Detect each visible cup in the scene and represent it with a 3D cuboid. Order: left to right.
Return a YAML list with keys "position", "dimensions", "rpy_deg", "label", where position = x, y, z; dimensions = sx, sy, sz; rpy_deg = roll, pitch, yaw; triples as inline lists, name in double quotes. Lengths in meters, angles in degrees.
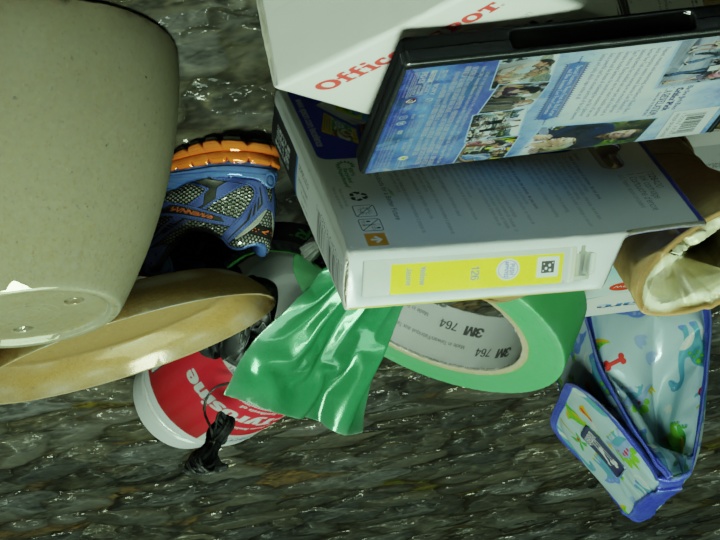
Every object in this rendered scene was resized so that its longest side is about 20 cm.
- position: [-0.190, -0.040, 1.124]
  dimensions: [0.200, 0.143, 0.200]
  rpy_deg: [-8, 163, -3]
  label: "cup"

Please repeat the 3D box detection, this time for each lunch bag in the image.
- position: [0.219, 0.091, 1.659]
  dimensions: [0.127, 0.200, 0.170]
  rpy_deg: [-9, 163, -4]
  label: "lunch bag"

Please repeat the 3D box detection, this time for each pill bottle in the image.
- position: [-0.095, 0.068, 1.564]
  dimensions: [0.112, 0.112, 0.200]
  rpy_deg: [1, 160, -31]
  label: "pill bottle"

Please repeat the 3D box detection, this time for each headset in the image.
- position: [-0.063, 0.057, 1.395]
  dimensions: [0.123, 0.094, 0.200]
  rpy_deg: [33, 132, -1]
  label: "headset"

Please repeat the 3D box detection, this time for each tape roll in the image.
- position: [0.053, 0.013, 1.414]
  dimensions: [0.200, 0.048, 0.200]
  rpy_deg: [20, 155, 10]
  label: "tape roll"

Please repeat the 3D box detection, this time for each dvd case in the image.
- position: [0.105, -0.092, 1.043]
  dimensions: [0.200, 0.018, 0.143]
  rpy_deg: [-7, 162, -11]
  label: "dvd case"

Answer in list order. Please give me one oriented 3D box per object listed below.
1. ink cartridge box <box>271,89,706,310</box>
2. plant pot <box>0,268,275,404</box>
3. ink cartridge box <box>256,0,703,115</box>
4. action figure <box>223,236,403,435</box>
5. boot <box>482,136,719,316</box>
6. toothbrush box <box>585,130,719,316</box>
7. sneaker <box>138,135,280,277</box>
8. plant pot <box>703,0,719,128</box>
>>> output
- position: [0.066, -0.049, 1.174]
  dimensions: [0.200, 0.198, 0.047]
  rpy_deg: [-2, 120, -14]
  label: "ink cartridge box"
- position: [-0.151, 0.038, 1.292]
  dimensions: [0.200, 0.028, 0.200]
  rpy_deg: [-18, 169, -3]
  label: "plant pot"
- position: [0.064, -0.135, 1.057]
  dimensions: [0.146, 0.084, 0.200]
  rpy_deg: [-23, 160, 36]
  label: "ink cartridge box"
- position: [0.000, 0.000, 1.291]
  dimensions: [0.118, 0.055, 0.200]
  rpy_deg: [18, 106, -45]
  label: "action figure"
- position: [0.148, -0.016, 1.215]
  dimensions: [0.175, 0.066, 0.200]
  rpy_deg: [-36, -161, 5]
  label: "boot"
- position: [0.186, -0.036, 1.435]
  dimensions: [0.146, 0.085, 0.200]
  rpy_deg: [-6, 163, -9]
  label: "toothbrush box"
- position: [-0.133, -0.021, 1.322]
  dimensions: [0.200, 0.079, 0.075]
  rpy_deg: [-23, 158, 36]
  label: "sneaker"
- position: [0.240, -0.126, 1.185]
  dimensions: [0.200, 0.028, 0.200]
  rpy_deg: [-6, 160, -2]
  label: "plant pot"
